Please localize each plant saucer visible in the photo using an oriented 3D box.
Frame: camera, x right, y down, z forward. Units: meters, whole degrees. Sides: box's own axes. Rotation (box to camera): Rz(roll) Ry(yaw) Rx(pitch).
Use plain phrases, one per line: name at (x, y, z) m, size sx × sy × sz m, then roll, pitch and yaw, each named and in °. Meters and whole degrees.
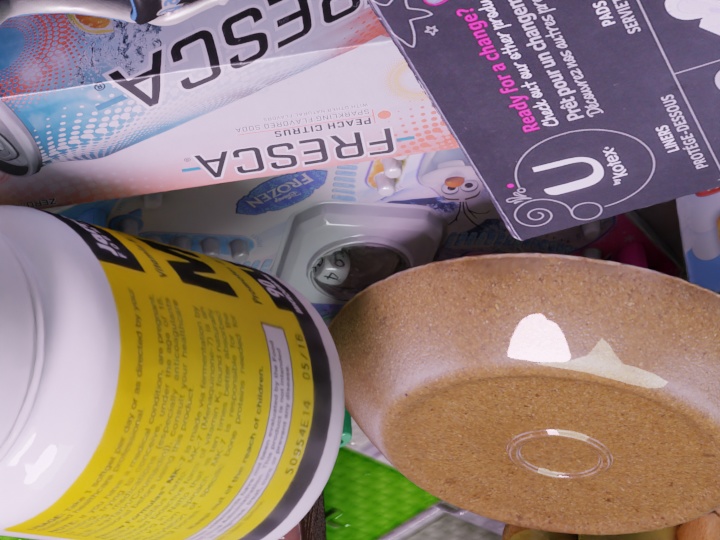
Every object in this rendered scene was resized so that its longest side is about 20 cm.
plant saucer at (0.081, 0.059, 1.110) m, size 0.199 × 0.036 × 0.201 m, roll 7°, pitch 151°, yaw 4°

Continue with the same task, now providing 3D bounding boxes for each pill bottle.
pill bottle at (-0.104, 0.039, 0.983) m, size 0.114 × 0.115 × 0.200 m, roll -27°, pitch 157°, yaw 27°

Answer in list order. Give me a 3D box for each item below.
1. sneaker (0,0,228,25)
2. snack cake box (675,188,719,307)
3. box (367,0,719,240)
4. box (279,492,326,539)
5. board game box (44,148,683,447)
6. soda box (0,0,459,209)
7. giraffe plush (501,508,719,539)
sneaker at (-0.041, -0.113, 0.901) m, size 0.199 × 0.073 × 0.072 m, roll -9°, pitch 144°, yaw 3°
snack cake box at (0.234, -0.012, 1.088) m, size 0.199 × 0.067 × 0.115 m, roll -16°, pitch 143°, yaw 15°
box at (0.062, -0.133, 0.773) m, size 0.114 × 0.201 × 0.132 m, roll -17°, pitch 144°, yaw 15°
box at (-0.066, 0.111, 1.184) m, size 0.099 × 0.075 × 0.200 m, roll 5°, pitch 151°, yaw 3°
board game box at (0.000, 0.000, 1.107) m, size 0.199 × 0.026 × 0.200 m, roll -24°, pitch 141°, yaw 23°
soda box at (-0.037, -0.075, 0.962) m, size 0.199 × 0.064 × 0.069 m, roll -9°, pitch 145°, yaw 3°
giraffe plush at (0.086, 0.177, 1.193) m, size 0.172 × 0.201 × 0.162 m, roll -21°, pitch 156°, yaw 38°
